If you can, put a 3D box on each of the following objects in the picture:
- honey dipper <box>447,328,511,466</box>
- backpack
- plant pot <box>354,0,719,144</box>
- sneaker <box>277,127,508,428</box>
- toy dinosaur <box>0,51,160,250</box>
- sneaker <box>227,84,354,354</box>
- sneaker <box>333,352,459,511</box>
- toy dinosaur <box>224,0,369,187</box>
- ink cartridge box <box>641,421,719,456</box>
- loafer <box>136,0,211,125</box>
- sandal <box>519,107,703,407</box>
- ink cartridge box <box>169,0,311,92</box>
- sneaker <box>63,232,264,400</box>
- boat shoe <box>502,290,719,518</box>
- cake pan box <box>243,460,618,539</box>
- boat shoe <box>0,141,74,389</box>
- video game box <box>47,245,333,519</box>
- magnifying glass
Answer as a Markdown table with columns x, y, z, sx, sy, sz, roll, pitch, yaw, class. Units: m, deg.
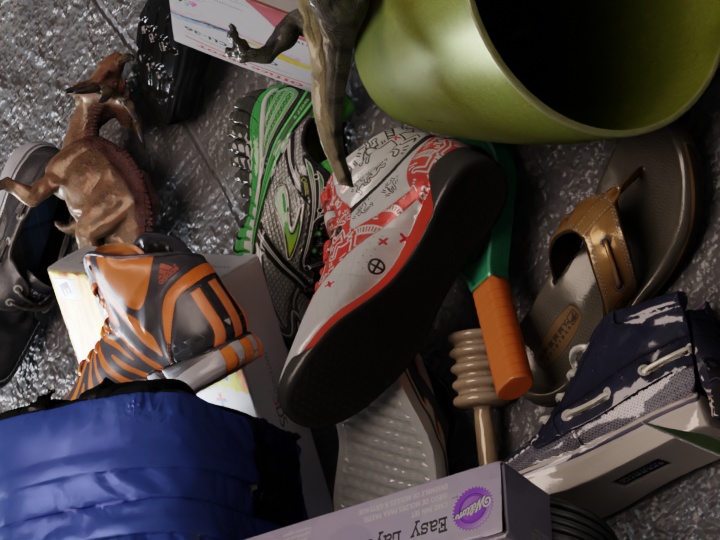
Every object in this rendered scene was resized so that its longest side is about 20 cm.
| x | y | z | sx | sy | sz | roll | pitch | yaw | class |
| --- | --- | --- | --- | --- | --- | --- | --- | --- | --- |
| 0.081 | 0.136 | 1.387 | 0.038 | 0.038 | 0.200 | -16 | 74 | 43 | honey dipper |
| -0.125 | 0.153 | 1.342 | 0.162 | 0.200 | 0.168 | -17 | 66 | 15 | backpack |
| 0.084 | -0.151 | 1.346 | 0.200 | 0.187 | 0.187 | -17 | 71 | 58 | plant pot |
| 0.001 | 0.000 | 1.399 | 0.201 | 0.067 | 0.108 | -54 | 36 | -3 | sneaker |
| -0.184 | -0.064 | 1.646 | 0.136 | 0.086 | 0.200 | -44 | 66 | 18 | toy dinosaur |
| -0.037 | -0.032 | 1.504 | 0.085 | 0.078 | 0.200 | -13 | 79 | 34 | sneaker |
| 0.025 | 0.114 | 1.409 | 0.078 | 0.079 | 0.200 | -24 | 56 | 20 | sneaker |
| -0.032 | -0.155 | 1.320 | 0.047 | 0.088 | 0.200 | 127 | 152 | -81 | toy dinosaur |
| 0.245 | 0.126 | 1.106 | 0.145 | 0.200 | 0.048 | 22 | 99 | 45 | ink cartridge box |
| -0.115 | -0.198 | 1.617 | 0.068 | 0.070 | 0.201 | 42 | 130 | 44 | loafer |
| 0.137 | -0.006 | 1.339 | 0.200 | 0.055 | 0.082 | -57 | 48 | 23 | sandal |
| -0.058 | -0.172 | 1.446 | 0.200 | 0.116 | 0.068 | 104 | -173 | -81 | ink cartridge box |
| -0.150 | 0.040 | 1.448 | 0.200 | 0.078 | 0.112 | -30 | 87 | 39 | sneaker |
| 0.138 | 0.086 | 1.321 | 0.200 | 0.075 | 0.093 | -27 | 58 | 31 | boat shoe |
| 0.050 | 0.185 | 1.279 | 0.200 | 0.184 | 0.052 | -21 | 54 | 29 | cake pan box |
| -0.256 | 0.001 | 1.731 | 0.066 | 0.070 | 0.200 | 17 | 88 | 47 | boat shoe |
| -0.115 | 0.084 | 1.523 | 0.182 | 0.047 | 0.200 | 1 | 115 | 43 | video game box |
| 0.076 | -0.006 | 1.394 | 0.080 | 0.022 | 0.200 | -45 | 42 | 34 | magnifying glass |
